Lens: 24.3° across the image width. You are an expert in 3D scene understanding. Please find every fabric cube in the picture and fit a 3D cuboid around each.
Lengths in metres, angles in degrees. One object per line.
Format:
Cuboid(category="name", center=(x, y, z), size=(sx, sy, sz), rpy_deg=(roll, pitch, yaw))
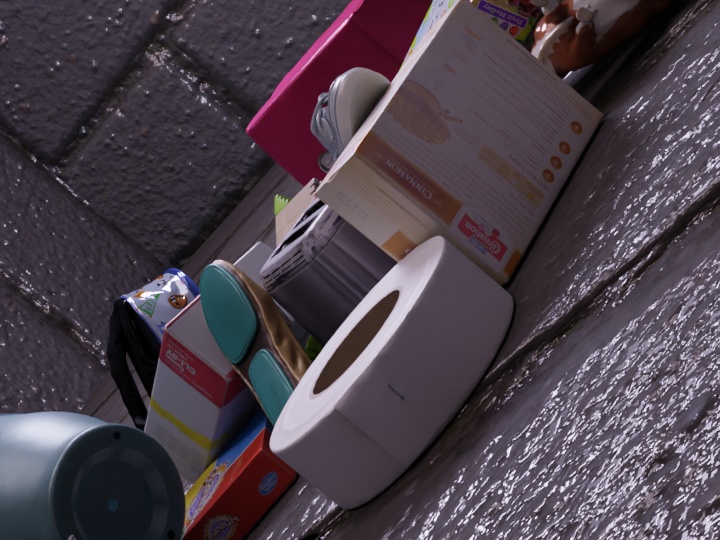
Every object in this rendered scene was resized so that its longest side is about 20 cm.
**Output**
Cuboid(category="fabric cube", center=(0.021, -0.197, 1.938), size=(0.199, 0.196, 0.200), rpy_deg=(-44, 10, 29))

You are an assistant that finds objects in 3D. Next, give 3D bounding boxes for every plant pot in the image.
Cuboid(category="plant pot", center=(-0.254, 0.211, 1.445), size=(0.187, 0.200, 0.200), rpy_deg=(-17, 31, 47))

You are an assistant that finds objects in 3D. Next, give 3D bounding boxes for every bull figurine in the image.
Cuboid(category="bull figurine", center=(0.196, -0.213, 1.403), size=(0.200, 0.065, 0.121), rpy_deg=(-41, -17, -6))

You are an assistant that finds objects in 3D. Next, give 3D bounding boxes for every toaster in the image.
Cuboid(category="toaster", center=(0.000, 0.000, 1.436), size=(0.114, 0.129, 0.200), rpy_deg=(-55, 10, -22))

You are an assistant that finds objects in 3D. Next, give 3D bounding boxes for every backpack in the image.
Cuboid(category="backpack", center=(-0.180, 0.092, 1.782), size=(0.154, 0.191, 0.200), rpy_deg=(-37, 2, -25))

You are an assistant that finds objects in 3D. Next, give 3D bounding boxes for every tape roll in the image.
Cuboid(category="tape roll", center=(0.021, 0.073, 1.215), size=(0.203, 0.071, 0.203), rpy_deg=(-49, 9, 10))

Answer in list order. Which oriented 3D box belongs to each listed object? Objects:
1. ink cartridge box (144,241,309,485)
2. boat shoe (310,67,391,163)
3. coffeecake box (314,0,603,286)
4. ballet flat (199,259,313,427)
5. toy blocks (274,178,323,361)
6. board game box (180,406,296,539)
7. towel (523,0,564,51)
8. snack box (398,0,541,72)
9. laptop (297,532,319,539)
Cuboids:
Cuboid(category="ink cartridge box", center=(-0.123, 0.093, 1.578), size=(0.145, 0.083, 0.201), rpy_deg=(-45, -17, -37))
Cuboid(category="boat shoe", center=(-0.007, -0.116, 1.412), size=(0.201, 0.071, 0.070), rpy_deg=(58, -128, -68))
Cuboid(category="coffeecake box", center=(0.081, -0.093, 1.321), size=(0.200, 0.153, 0.073), rpy_deg=(-56, 9, -35))
Cuboid(category="ballet flat", center=(-0.077, 0.071, 1.441), size=(0.069, 0.063, 0.200), rpy_deg=(-54, 49, 29))
Cuboid(category="toy blocks", center=(-0.027, -0.022, 1.654), size=(0.137, 0.099, 0.201), rpy_deg=(-42, 39, 41))
Cuboid(category="board game box", center=(-0.132, 0.219, 1.494), size=(0.200, 0.040, 0.153), rpy_deg=(-50, 9, 9))
Cuboid(category="towel", center=(0.220, -0.261, 1.504), size=(0.152, 0.023, 0.200), rpy_deg=(-30, -15, -31))
Cuboid(category="snack box", center=(0.102, -0.220, 1.557), size=(0.169, 0.067, 0.201), rpy_deg=(-87, 22, -58))
Cuboid(category="laptop", center=(-0.108, 0.295, 1.158), size=(0.177, 0.103, 0.201), rpy_deg=(-46, 35, 29))
